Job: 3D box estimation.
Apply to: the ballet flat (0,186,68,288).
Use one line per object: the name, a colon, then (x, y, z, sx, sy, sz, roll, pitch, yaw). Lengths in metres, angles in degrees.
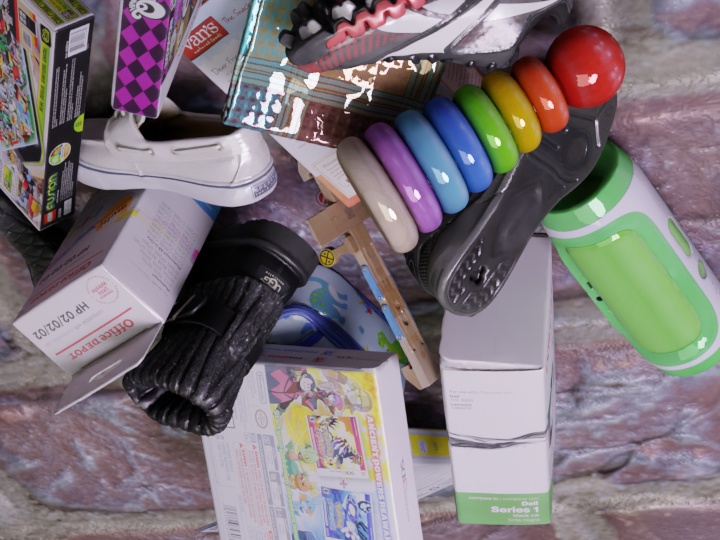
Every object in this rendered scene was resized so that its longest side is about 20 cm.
ballet flat: (-0.289, -0.034, 1.184, 0.057, 0.067, 0.200, -38, 142, 2)

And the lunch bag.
lunch bag: (-0.069, 0.087, 1.281, 0.199, 0.083, 0.161, -26, 123, 32)

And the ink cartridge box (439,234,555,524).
ink cartridge box: (0.116, 0.089, 1.192, 0.083, 0.147, 0.201, 1, 137, 9)

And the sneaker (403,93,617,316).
sneaker: (0.096, -0.074, 1.061, 0.076, 0.114, 0.200, 32, 95, -40)

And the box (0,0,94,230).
box: (-0.247, -0.136, 1.075, 0.110, 0.035, 0.201, 44, 142, 22)

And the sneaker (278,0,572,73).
sneaker: (0.049, -0.159, 0.925, 0.198, 0.071, 0.099, -24, 120, -3)

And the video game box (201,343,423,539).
video game box: (-0.043, 0.159, 1.195, 0.180, 0.047, 0.203, 4, 111, 32)

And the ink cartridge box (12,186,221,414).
ink cartridge box: (-0.189, 0.003, 1.124, 0.115, 0.201, 0.068, -30, 116, 35)

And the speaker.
speaker: (0.212, -0.006, 1.118, 0.088, 0.089, 0.200, -21, 128, 30)

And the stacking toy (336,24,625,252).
stacking toy: (0.085, -0.099, 0.968, 0.199, 0.086, 0.086, -33, 128, 0)

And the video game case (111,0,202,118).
video game case: (-0.106, -0.225, 0.887, 0.035, 0.183, 0.201, 14, 137, -2)

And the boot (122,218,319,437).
boot: (-0.125, 0.049, 1.130, 0.079, 0.159, 0.211, 35, 159, -14)

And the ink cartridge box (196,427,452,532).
ink cartridge box: (-0.019, 0.193, 1.344, 0.197, 0.048, 0.199, -29, 152, 36)

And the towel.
towel: (0.000, -0.174, 0.957, 0.145, 0.022, 0.202, 11, 113, -19)

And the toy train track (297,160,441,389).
toy train track: (0.000, 0.000, 1.117, 0.032, 0.114, 0.202, -26, 93, 32)

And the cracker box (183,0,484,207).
cracker box: (-0.021, -0.150, 1.037, 0.133, 0.058, 0.200, -28, 125, 32)

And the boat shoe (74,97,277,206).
boat shoe: (-0.152, -0.100, 1.089, 0.198, 0.071, 0.071, 14, 131, 33)
